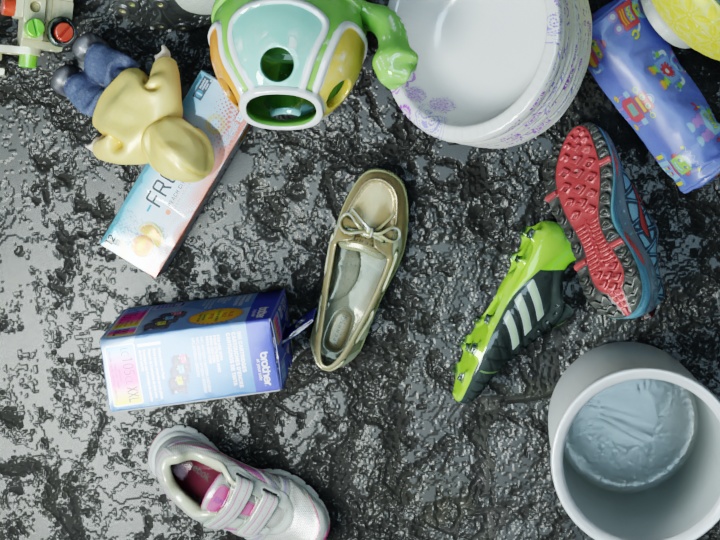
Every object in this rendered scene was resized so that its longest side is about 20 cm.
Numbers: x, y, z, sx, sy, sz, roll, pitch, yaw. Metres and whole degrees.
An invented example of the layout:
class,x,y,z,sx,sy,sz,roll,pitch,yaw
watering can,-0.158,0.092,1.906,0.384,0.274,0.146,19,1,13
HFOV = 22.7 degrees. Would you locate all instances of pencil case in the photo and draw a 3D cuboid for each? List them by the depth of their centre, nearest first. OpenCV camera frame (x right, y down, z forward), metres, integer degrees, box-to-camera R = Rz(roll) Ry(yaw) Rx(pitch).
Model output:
class,x,y,z,sx,sy,sz,roll,pitch,yaw
pencil case,0.283,-0.173,1.715,0.200,0.087,0.078,53,139,-3

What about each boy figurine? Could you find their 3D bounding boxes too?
class,x,y,z,sx,sy,sz,roll,pitch,yaw
boy figurine,-0.208,-0.153,1.700,0.200,0.064,0.125,38,97,32

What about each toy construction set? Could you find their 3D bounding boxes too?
class,x,y,z,sx,sy,sz,roll,pitch,yaw
toy construction set,-0.340,-0.271,1.728,0.130,0.092,0.201,5,106,-22

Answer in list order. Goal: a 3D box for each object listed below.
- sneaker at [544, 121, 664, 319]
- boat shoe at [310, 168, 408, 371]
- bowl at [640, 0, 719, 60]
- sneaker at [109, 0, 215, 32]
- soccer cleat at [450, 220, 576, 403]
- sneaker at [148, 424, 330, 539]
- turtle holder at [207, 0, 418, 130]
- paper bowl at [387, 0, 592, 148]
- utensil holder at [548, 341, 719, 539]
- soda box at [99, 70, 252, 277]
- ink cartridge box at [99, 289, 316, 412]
class,x,y,z,sx,sy,sz,roll,pitch,yaw
sneaker,0.241,-0.044,1.738,0.079,0.095,0.201,-22,72,33
boat shoe,-0.003,0.000,1.756,0.073,0.063,0.202,21,97,0
bowl,0.325,-0.268,1.671,0.201,0.200,0.108,53,135,-4
sneaker,-0.146,-0.283,1.736,0.199,0.072,0.073,-11,64,10
soccer cleat,0.157,0.049,1.755,0.081,0.068,0.201,27,97,-13
sneaker,-0.125,0.228,1.776,0.199,0.088,0.082,24,97,0
turtle holder,-0.051,-0.199,1.675,0.184,0.141,0.133,13,60,-17
paper bowl,0.126,-0.214,1.679,0.200,0.104,0.202,-3,85,36
utensil holder,0.259,0.158,1.692,0.169,0.200,0.171,0,97,3
soda box,-0.174,-0.095,1.754,0.068,0.064,0.201,32,96,0
ink cartridge box,-0.140,0.074,1.735,0.198,0.136,0.077,-6,102,4
